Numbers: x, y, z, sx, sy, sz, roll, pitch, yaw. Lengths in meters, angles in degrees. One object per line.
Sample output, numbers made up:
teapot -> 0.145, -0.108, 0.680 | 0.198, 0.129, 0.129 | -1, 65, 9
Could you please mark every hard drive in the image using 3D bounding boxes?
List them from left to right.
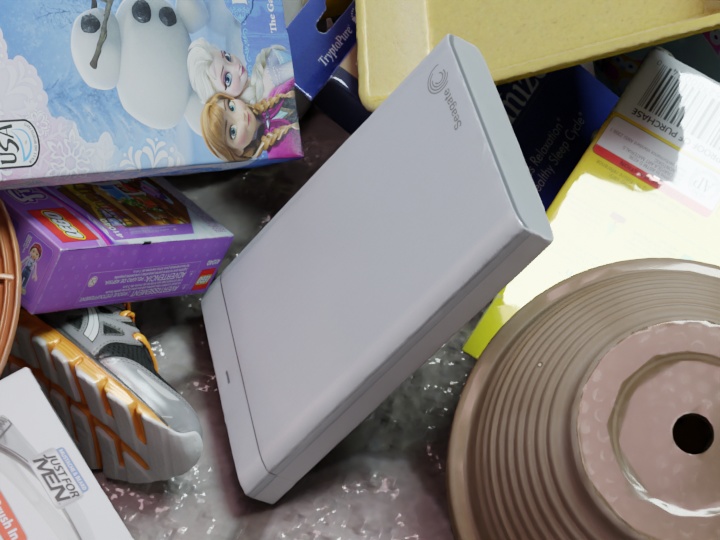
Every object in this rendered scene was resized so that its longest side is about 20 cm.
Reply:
hard drive -> 0.000, 0.000, 0.859 | 0.027, 0.200, 0.133 | 23, 35, -36

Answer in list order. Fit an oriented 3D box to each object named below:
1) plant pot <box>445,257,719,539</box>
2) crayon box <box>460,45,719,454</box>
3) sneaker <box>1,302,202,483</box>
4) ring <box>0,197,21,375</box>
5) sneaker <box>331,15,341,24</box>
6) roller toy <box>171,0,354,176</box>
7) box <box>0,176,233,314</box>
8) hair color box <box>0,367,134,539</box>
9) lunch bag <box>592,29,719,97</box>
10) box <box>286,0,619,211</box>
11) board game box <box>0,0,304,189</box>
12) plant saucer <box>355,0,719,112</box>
plant pot -> 0.137, 0.082, 0.779 | 0.199, 0.093, 0.203 | 0, 72, 0
crayon box -> 0.147, 0.001, 0.891 | 0.126, 0.051, 0.201 | 31, 67, 11
sneaker -> -0.142, 0.031, 0.901 | 0.077, 0.079, 0.200 | -34, 54, -30
ring -> -0.248, 0.019, 0.813 | 0.199, 0.019, 0.202 | -5, 67, 11
sneaker -> 0.060, -0.177, 1.025 | 0.199, 0.067, 0.091 | -22, 20, 25
roller toy -> -0.110, -0.158, 1.022 | 0.199, 0.140, 0.182 | 32, 58, 28
box -> -0.178, -0.054, 0.911 | 0.200, 0.039, 0.136 | 38, 21, 24
hair color box -> -0.192, 0.138, 0.720 | 0.199, 0.064, 0.111 | -29, 59, -17
lunch bag -> 0.212, -0.129, 0.961 | 0.199, 0.161, 0.077 | 35, 55, 28
box -> 0.058, -0.091, 0.959 | 0.200, 0.032, 0.121 | 38, 56, -4
board game box -> -0.122, -0.143, 0.852 | 0.198, 0.202, 0.043 | -9, 1, -45
plant saucer -> 0.095, -0.179, 0.919 | 0.198, 0.048, 0.202 | -12, 63, 20
